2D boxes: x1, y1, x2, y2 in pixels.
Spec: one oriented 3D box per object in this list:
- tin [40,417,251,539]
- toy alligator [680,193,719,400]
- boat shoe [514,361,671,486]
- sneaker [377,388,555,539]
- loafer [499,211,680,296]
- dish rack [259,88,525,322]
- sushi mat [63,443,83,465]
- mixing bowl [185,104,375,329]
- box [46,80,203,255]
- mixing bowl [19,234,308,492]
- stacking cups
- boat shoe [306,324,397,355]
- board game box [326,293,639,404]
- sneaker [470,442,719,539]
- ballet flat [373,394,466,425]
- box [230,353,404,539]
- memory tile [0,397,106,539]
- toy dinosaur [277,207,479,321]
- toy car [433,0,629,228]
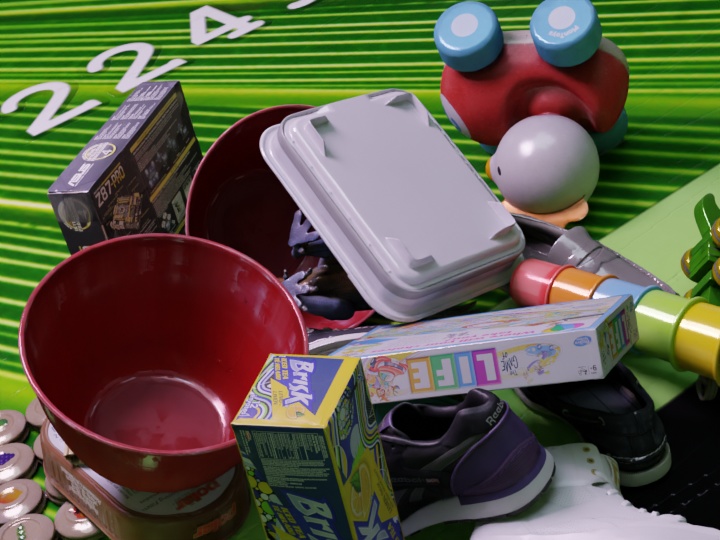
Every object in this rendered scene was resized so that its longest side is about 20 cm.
[{"bbox_3d":[-0.167,0.148,1.134,0.112,0.042,0.200,-30,39,-30],"label":"tin"},{"bbox_3d":[0.288,0.025,1.166,0.054,0.059,0.201,18,51,-12],"label":"toy alligator"},{"bbox_3d":[0.162,0.080,1.109,0.074,0.066,0.200,-19,33,-8],"label":"boat shoe"},{"bbox_3d":[0.029,0.129,1.015,0.199,0.088,0.076,-23,24,32],"label":"sneaker"},{"bbox_3d":[0.176,0.001,1.218,0.070,0.070,0.200,-37,38,-29],"label":"loafer"},{"bbox_3d":[0.033,-0.064,1.175,0.171,0.044,0.200,-20,65,-39],"label":"dish rack"},{"bbox_3d":[-0.185,0.085,1.192,0.095,0.012,0.200,-6,31,-4],"label":"sushi mat"},{"bbox_3d":[-0.070,-0.038,1.287,0.200,0.201,0.108,-27,10,-21],"label":"mixing bowl"},{"bbox_3d":[-0.198,-0.056,1.359,0.049,0.162,0.200,1,36,20],"label":"box"},{"bbox_3d":[-0.142,0.082,1.063,0.199,0.109,0.201,7,45,-7],"label":"mixing bowl"},{"bbox_3d":[0.202,0.036,1.130,0.199,0.061,0.060,17,43,44],"label":"stacking cups"},{"bbox_3d":[-0.042,0.075,1.190,0.199,0.074,0.060,-18,37,8],"label":"boat shoe"},{"bbox_3d":[0.084,0.056,1.043,0.199,0.034,0.134,-8,6,22],"label":"board game box"},{"bbox_3d":[0.172,0.160,0.977,0.199,0.074,0.116,0,38,22],"label":"sneaker"},{"bbox_3d":[0.010,0.112,1.121,0.199,0.072,0.072,-1,34,18],"label":"ballet flat"},{"bbox_3d":[-0.019,0.151,0.940,0.064,0.201,0.070,2,36,21],"label":"box"},{"bbox_3d":[-0.278,0.168,1.179,0.153,0.017,0.200,-20,34,-10],"label":"memory tile"},{"bbox_3d":[0.000,0.000,1.233,0.199,0.181,0.106,-10,73,29],"label":"toy dinosaur"},{"bbox_3d":[0.153,-0.116,1.362,0.176,0.184,0.201,-1,63,19],"label":"toy car"}]
